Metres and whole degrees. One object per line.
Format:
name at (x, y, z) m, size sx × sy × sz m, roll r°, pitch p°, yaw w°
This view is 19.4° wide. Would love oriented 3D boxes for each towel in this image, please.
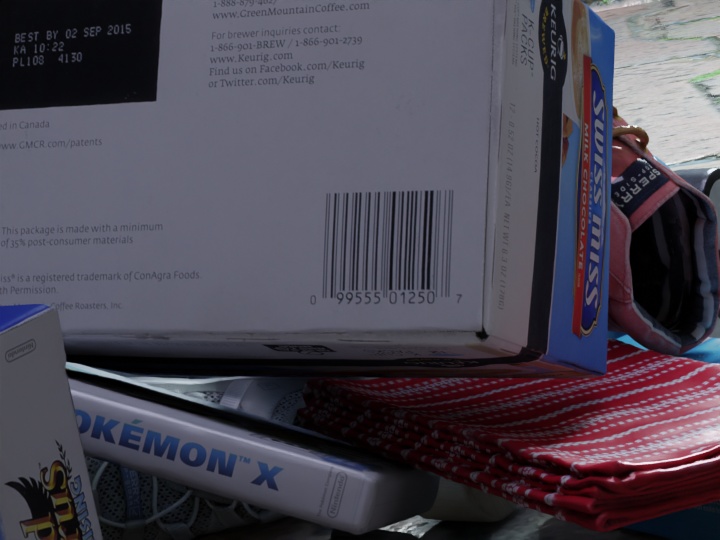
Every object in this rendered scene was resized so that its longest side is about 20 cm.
towel at (0.084, 0.049, 0.741) m, size 0.144 × 0.023 × 0.200 m, roll -10°, pitch 10°, yaw -29°

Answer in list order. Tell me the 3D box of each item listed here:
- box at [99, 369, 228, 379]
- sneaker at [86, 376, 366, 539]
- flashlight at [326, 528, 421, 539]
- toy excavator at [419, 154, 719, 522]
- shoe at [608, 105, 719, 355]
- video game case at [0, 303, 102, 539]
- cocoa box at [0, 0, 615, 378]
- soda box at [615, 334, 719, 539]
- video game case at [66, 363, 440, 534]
box at (-0.155, 0.017, 1.004) m, size 0.182 × 0.200 × 0.104 m, roll -17°, pitch 12°, yaw -24°
sneaker at (-0.066, 0.080, 0.929) m, size 0.200 × 0.075 × 0.082 m, roll -17°, pitch 12°, yaw -30°
flashlight at (0.063, 0.125, 0.658) m, size 0.200 × 0.068 × 0.068 m, roll 4°, pitch 44°, yaw 39°
toy excavator at (0.084, 0.024, 0.963) m, size 0.100 × 0.195 × 0.200 m, roll -2°, pitch -13°, yaw 35°
shoe at (0.082, -0.052, 0.823) m, size 0.091 × 0.200 × 0.071 m, roll 22°, pitch 56°, yaw 44°
video game case at (-0.162, 0.106, 0.641) m, size 0.200 × 0.182 × 0.045 m, roll -3°, pitch 15°, yaw 32°
cocoa box at (-0.024, -0.032, 0.730) m, size 0.200 × 0.134 × 0.131 m, roll -1°, pitch -9°, yaw 23°
soda box at (0.158, 0.069, 0.817) m, size 0.068 × 0.064 × 0.200 m, roll -19°, pitch 15°, yaw -33°
video game case at (-0.069, 0.056, 0.753) m, size 0.182 × 0.022 × 0.200 m, roll 15°, pitch -2°, yaw 9°
